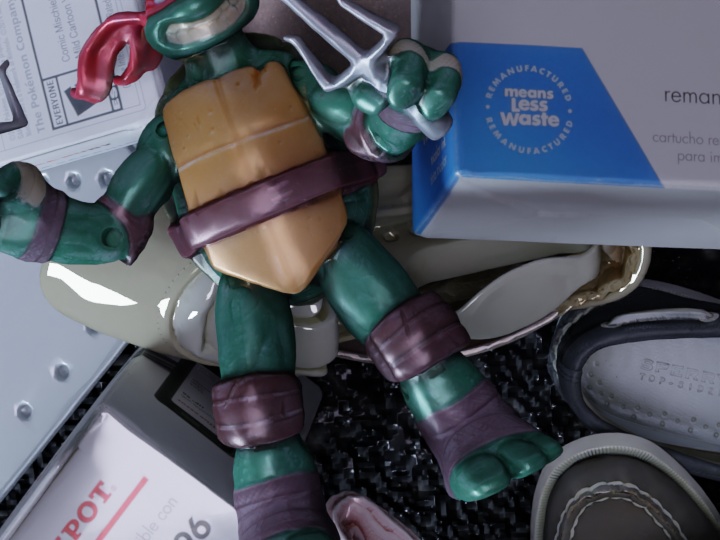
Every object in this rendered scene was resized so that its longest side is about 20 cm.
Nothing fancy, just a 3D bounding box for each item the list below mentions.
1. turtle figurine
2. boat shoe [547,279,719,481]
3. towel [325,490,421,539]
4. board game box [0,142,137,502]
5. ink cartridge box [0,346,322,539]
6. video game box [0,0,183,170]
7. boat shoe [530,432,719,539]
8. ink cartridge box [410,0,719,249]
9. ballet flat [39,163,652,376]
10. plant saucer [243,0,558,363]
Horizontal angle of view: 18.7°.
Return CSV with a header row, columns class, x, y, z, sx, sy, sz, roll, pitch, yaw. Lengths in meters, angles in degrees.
class,x,y,z,sx,sy,sz,roll,pitch,yaw
turtle figurine,-0.028,-0.021,0.612,0.149,0.101,0.202,-24,90,22
boat shoe,0.162,0.051,0.748,0.198,0.060,0.076,6,103,4
towel,0.034,0.196,0.707,0.191,0.032,0.201,49,147,30
board game box,-0.161,-0.026,0.756,0.200,0.026,0.200,43,103,10
ink cartridge box,-0.080,0.090,0.707,0.068,0.200,0.116,36,103,-3
video game box,-0.159,-0.120,0.714,0.181,0.047,0.202,-14,89,14
boat shoe,0.106,0.151,0.750,0.071,0.060,0.203,-12,116,11
ink cartridge box,0.076,-0.113,0.670,0.115,0.067,0.202,2,76,-9
ballet flat,0.000,0.000,0.689,0.198,0.069,0.070,-11,101,-10
plant saucer,0.013,-0.069,0.752,0.198,0.032,0.202,1,101,5
